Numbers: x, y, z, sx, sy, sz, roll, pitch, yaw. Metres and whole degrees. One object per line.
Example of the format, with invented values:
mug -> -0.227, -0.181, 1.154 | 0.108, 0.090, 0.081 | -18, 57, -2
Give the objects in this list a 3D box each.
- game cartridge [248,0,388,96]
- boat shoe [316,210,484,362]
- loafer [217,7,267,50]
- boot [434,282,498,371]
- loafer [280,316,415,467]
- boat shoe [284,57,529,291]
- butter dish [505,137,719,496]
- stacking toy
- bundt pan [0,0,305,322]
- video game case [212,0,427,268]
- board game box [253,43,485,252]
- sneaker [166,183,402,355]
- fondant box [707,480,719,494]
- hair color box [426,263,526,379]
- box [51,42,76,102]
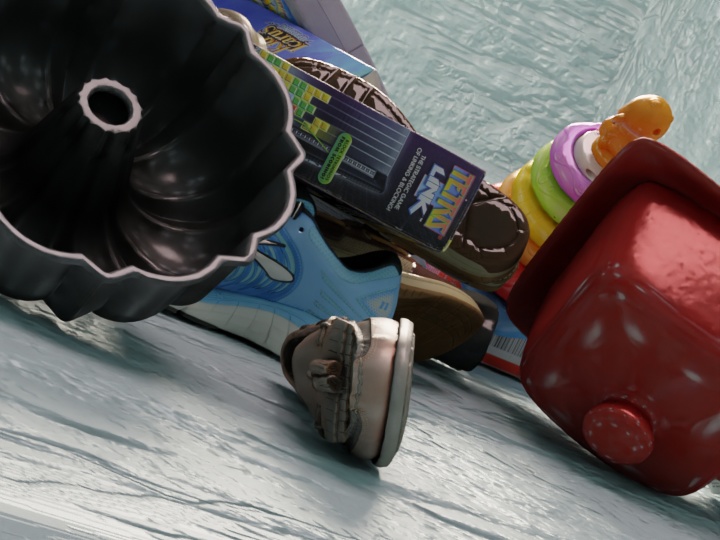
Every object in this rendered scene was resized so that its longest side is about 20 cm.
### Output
game cartridge -> -0.057, -0.183, 2.069 | 0.200, 0.040, 0.133 | 58, -24, 2
boat shoe -> 0.000, 0.000, 1.768 | 0.200, 0.072, 0.072 | 18, 45, -49
loafer -> -0.108, -0.113, 2.011 | 0.068, 0.076, 0.200 | 20, -26, -23
boot -> -0.008, 0.008, 1.865 | 0.199, 0.066, 0.165 | 30, 7, -8
loafer -> -0.009, 0.054, 1.463 | 0.063, 0.072, 0.200 | 9, 0, -2
boat shoe -> 0.013, -0.052, 1.894 | 0.200, 0.072, 0.076 | 41, -26, 11
butter dish -> 0.179, 0.059, 1.808 | 0.199, 0.200, 0.148 | 38, 46, 1
stacking toy -> 0.145, -0.052, 1.941 | 0.116, 0.200, 0.110 | 0, 56, -28
bundt pan -> -0.132, -0.058, 1.442 | 0.201, 0.076, 0.203 | 15, 50, -18
video game case -> -0.037, -0.082, 2.045 | 0.200, 0.045, 0.182 | 33, -33, 50
board game box -> -0.028, -0.076, 1.705 | 0.165, 0.057, 0.200 | 27, 0, -10
sneaker -> -0.066, -0.015, 1.636 | 0.199, 0.090, 0.078 | 24, 7, -22
fondant box -> 0.259, 0.046, 1.893 | 0.144, 0.058, 0.201 | -5, -57, 35
hair color box -> 0.056, 0.008, 2.111 | 0.101, 0.061, 0.200 | 22, 8, -33
box -> -0.175, -0.080, 1.617 | 0.200, 0.100, 0.075 | -26, 95, -81
